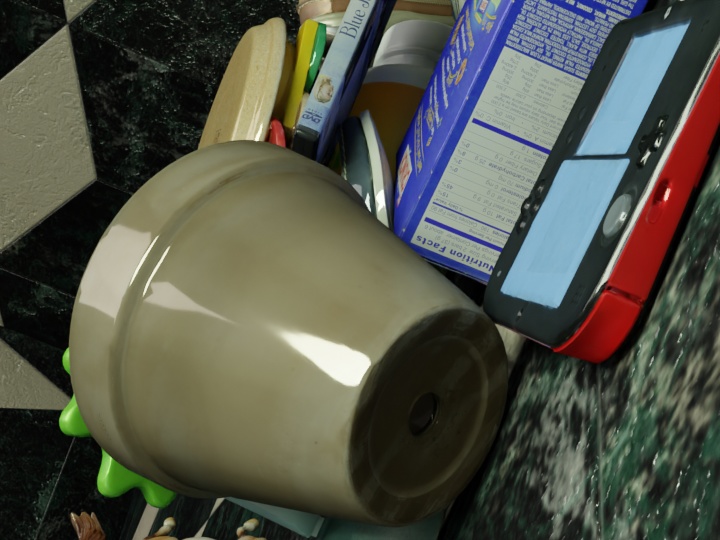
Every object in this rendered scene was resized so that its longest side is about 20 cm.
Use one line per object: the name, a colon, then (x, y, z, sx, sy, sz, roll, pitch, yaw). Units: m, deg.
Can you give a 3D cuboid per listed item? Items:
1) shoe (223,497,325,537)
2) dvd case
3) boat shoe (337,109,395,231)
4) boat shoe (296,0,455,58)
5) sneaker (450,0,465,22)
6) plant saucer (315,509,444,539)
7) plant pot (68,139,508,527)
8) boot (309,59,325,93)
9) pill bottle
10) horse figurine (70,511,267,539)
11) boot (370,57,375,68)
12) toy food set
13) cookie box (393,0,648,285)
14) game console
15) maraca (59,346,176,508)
shoe: (-0.036, 0.119, 1.024, 0.091, 0.071, 0.200, -65, -16, -8)
dvd case: (-0.005, -0.142, 1.039, 0.143, 0.017, 0.201, 107, -176, -70)
boat shoe: (0.000, 0.000, 1.002, 0.075, 0.061, 0.201, 12, -111, -77)
boat shoe: (0.033, -0.208, 1.230, 0.076, 0.199, 0.072, -19, 82, 46)
sneaker: (0.088, -0.199, 1.059, 0.200, 0.071, 0.073, 54, -158, -67)
plant saucer: (-0.005, 0.179, 0.931, 0.201, 0.038, 0.202, -159, 90, -82)
plant pot: (-0.024, 0.048, 0.835, 0.173, 0.200, 0.201, 23, 91, 43)
boot: (-0.020, -0.057, 1.206, 0.146, 0.070, 0.201, 40, -135, -55)
pill bottle: (0.027, -0.075, 1.132, 0.111, 0.111, 0.201, 128, 162, -63)
horse figurine: (-0.116, 0.208, 1.153, 0.133, 0.199, 0.050, -89, 0, -86)
boot: (0.071, -0.291, 1.574, 0.200, 0.073, 0.151, 113, 174, -51)
toy food set: (-0.080, -0.078, 1.100, 0.198, 0.048, 0.201, 138, 147, -66)
cookie box: (0.090, -0.115, 0.949, 0.171, 0.075, 0.201, -86, 20, -67)
game console: (0.118, -0.048, 0.756, 0.200, 0.031, 0.178, -153, 85, -81)
maraca: (-0.102, 0.052, 0.961, 0.107, 0.138, 0.200, -9, 28, 46)
